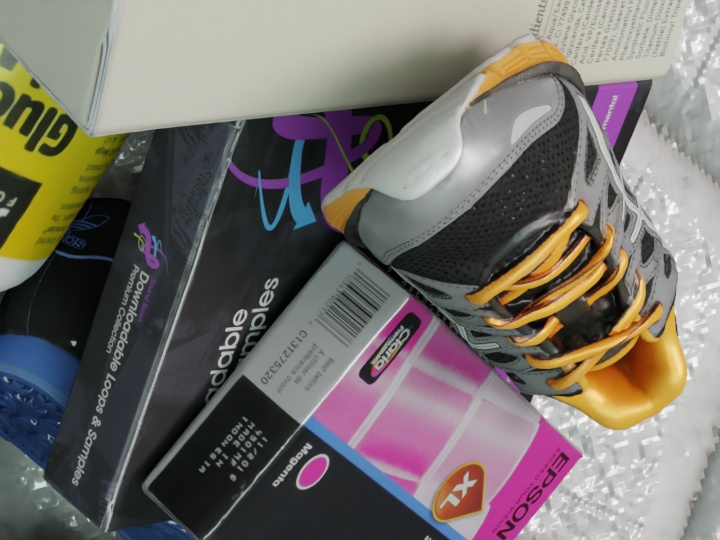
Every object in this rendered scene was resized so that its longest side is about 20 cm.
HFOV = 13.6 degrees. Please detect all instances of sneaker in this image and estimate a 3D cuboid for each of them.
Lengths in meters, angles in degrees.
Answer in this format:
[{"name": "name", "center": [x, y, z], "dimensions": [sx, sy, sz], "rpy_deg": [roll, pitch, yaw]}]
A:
[{"name": "sneaker", "center": [-0.050, 0.059, 0.991], "dimensions": [0.200, 0.070, 0.078], "rpy_deg": [53, 54, -42]}, {"name": "sneaker", "center": [0.052, -0.005, 0.850], "dimensions": [0.078, 0.200, 0.077], "rpy_deg": [-37, 71, 9]}]

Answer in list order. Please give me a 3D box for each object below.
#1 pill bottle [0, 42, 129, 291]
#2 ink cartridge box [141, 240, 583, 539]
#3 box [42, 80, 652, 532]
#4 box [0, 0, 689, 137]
[{"name": "pill bottle", "center": [-0.118, -0.067, 0.900], "dimensions": [0.112, 0.113, 0.201], "rpy_deg": [29, 103, -21]}, {"name": "ink cartridge box", "center": [0.013, 0.069, 0.947], "dimensions": [0.095, 0.037, 0.200], "rpy_deg": [-50, 150, -2]}, {"name": "box", "center": [0.000, 0.000, 0.933], "dimensions": [0.199, 0.036, 0.144], "rpy_deg": [-7, 123, -51]}, {"name": "box", "center": [0.001, -0.094, 0.838], "dimensions": [0.199, 0.068, 0.083], "rpy_deg": [-6, 124, -34]}]
